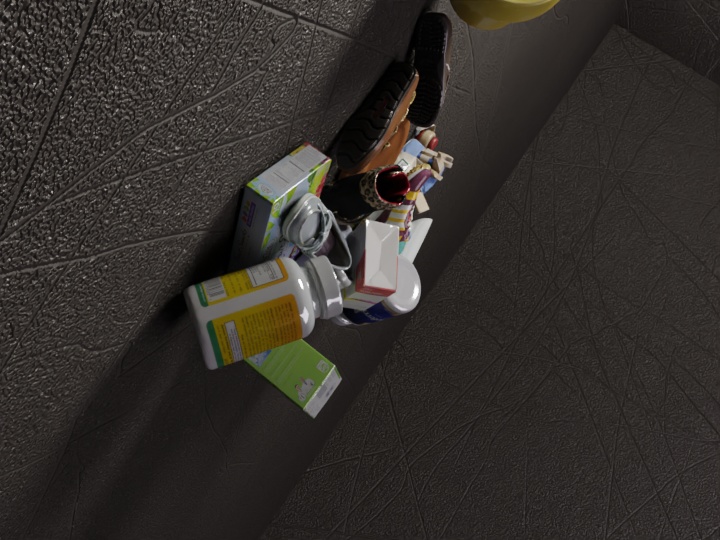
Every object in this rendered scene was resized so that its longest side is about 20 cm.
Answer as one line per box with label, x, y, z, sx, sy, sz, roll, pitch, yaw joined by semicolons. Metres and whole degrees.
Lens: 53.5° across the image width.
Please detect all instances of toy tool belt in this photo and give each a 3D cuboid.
toy tool belt;0.131;-0.205;1.482;0.200;0.122;0.126;-48;166;-32

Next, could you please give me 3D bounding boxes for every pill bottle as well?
pill bottle;-0.128;0.048;0.962;0.196;0.115;0.113;-18;156;-15
pill bottle;0.019;0.047;1.455;0.198;0.117;0.116;-20;-162;46

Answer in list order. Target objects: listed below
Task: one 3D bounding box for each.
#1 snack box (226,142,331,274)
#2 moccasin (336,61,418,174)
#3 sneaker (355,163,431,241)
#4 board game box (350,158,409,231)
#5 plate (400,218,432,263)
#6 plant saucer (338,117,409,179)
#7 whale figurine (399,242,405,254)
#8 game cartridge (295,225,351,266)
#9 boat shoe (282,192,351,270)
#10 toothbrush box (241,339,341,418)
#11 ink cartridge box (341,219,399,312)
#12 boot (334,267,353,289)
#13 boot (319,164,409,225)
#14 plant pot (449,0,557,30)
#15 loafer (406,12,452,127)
snack box;-0.121;-0.066;1.023;0.142;0.052;0.202;-44;163;-43
moccasin;0.028;-0.236;1.143;0.204;0.072;0.078;-63;162;-16
sneaker;0.078;-0.108;1.338;0.200;0.090;0.075;-46;-178;24
board game box;0.021;-0.130;1.367;0.105;0.023;0.200;-46;180;-30
plate;0.052;-0.032;1.592;0.197;0.032;0.202;-20;-149;43
plant saucer;0.031;-0.212;1.279;0.202;0.037;0.201;-53;167;-17
whale figurine;0.037;-0.058;1.525;0.160;0.103;0.200;-49;178;-15
game cartridge;-0.085;-0.016;1.209;0.133;0.042;0.200;-39;-174;31
boat shoe;-0.057;-0.049;1.026;0.075;0.064;0.202;-55;163;-10
toothbrush box;-0.134;0.139;1.155;0.087;0.198;0.146;-52;167;-12
ink cartridge box;0.000;0.000;1.280;0.200;0.066;0.120;143;-48;-64
boot;-0.050;0.026;1.232;0.095;0.074;0.200;-38;-178;3
boot;0.013;-0.121;1.137;0.148;0.075;0.198;-10;178;36
plant pot;0.205;-0.448;1.035;0.203;0.199;0.189;-54;-176;-4
loafer;0.123;-0.335;1.196;0.071;0.072;0.203;-50;158;-45
